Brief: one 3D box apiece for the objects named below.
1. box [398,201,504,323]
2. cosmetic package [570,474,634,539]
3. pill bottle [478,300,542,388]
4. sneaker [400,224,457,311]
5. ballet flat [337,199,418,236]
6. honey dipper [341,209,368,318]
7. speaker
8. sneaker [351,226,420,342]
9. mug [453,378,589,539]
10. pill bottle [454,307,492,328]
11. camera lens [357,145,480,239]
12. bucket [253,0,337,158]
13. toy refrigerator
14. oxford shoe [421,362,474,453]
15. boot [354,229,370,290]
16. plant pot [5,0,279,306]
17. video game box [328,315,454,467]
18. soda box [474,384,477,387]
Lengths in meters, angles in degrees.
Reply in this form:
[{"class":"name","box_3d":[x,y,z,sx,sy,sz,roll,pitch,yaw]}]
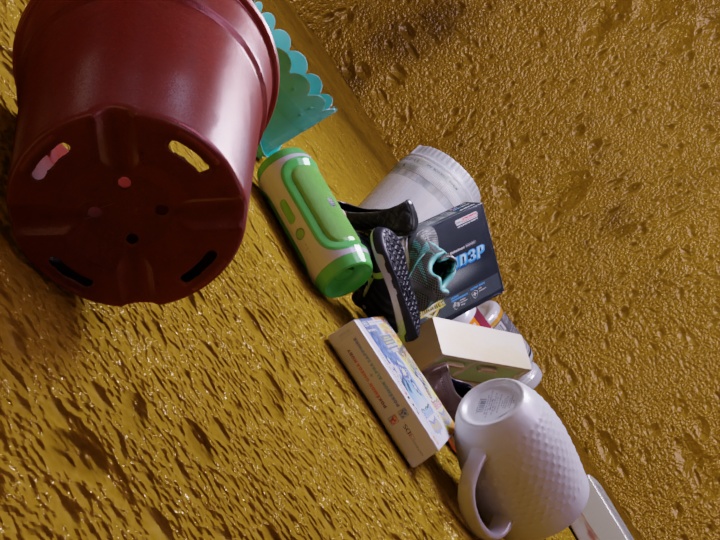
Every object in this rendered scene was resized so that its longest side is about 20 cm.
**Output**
[{"class":"box","box_3d":[0.128,-0.002,1.729,0.046,0.200,0.159,7,-63,56]},{"class":"cosmetic package","box_3d":[0.467,0.508,2.088,0.103,0.087,0.200,41,18,-53]},{"class":"pill bottle","box_3d":[0.300,0.173,2.342,0.200,0.116,0.116,53,9,-17]},{"class":"sneaker","box_3d":[0.104,-0.005,1.591,0.078,0.091,0.200,52,30,-26]},{"class":"ballet flat","box_3d":[0.009,-0.092,1.667,0.066,0.200,0.057,-19,113,-48]},{"class":"honey dipper","box_3d":[0.000,0.000,1.504,0.038,0.038,0.200,-109,176,-60]},{"class":"speaker","box_3d":[-0.061,-0.064,1.416,0.200,0.088,0.088,59,10,25]},{"class":"sneaker","box_3d":[0.024,0.030,1.455,0.072,0.083,0.200,-79,159,-48]},{"class":"mug","box_3d":[0.183,0.247,1.363,0.200,0.147,0.176,-51,126,-38]},{"class":"pill bottle","box_3d":[0.175,0.120,1.888,0.200,0.113,0.113,51,10,-19]},{"class":"camera lens","box_3d":[0.085,-0.089,1.818,0.160,0.200,0.160,37,-17,14]},{"class":"bucket","box_3d":[-0.143,-0.271,1.570,0.207,0.135,0.207,52,10,-13]},{"class":"toy refrigerator","box_3d":[0.162,0.130,1.638,0.200,0.076,0.070,14,51,-40]},{"class":"oxford shoe","box_3d":[0.145,0.208,1.538,0.200,0.073,0.071,49,10,-35]},{"class":"boot","box_3d":[-0.012,-0.021,1.566,0.165,0.066,0.200,51,2,32]},{"class":"plant pot","box_3d":[-0.153,-0.090,0.746,0.201,0.200,0.196,49,19,-32]},{"class":"video game box","box_3d":[0.045,0.143,1.342,0.183,0.047,0.200,59,9,6]},{"class":"soda box","box_3d":[0.172,0.206,1.719,0.200,0.064,0.068,56,9,5]}]
